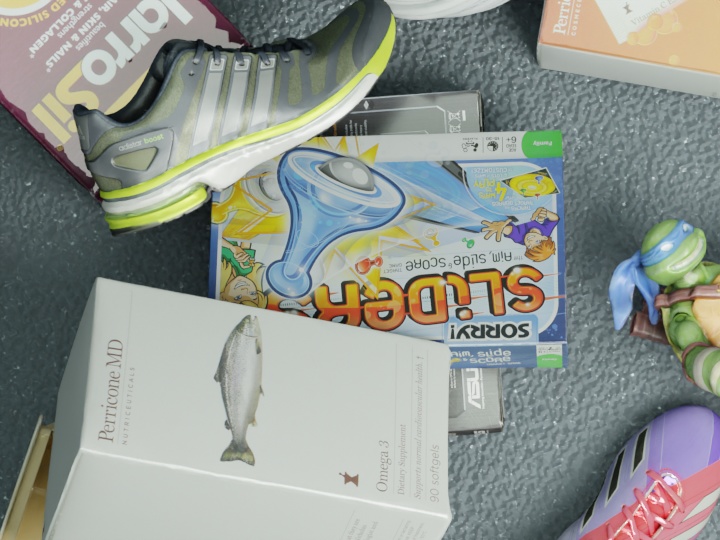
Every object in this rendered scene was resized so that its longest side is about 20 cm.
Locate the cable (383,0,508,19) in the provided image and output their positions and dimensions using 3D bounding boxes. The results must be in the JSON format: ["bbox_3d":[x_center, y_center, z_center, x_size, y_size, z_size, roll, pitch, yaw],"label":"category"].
[{"bbox_3d":[0.049,-0.238,1.538,0.200,0.069,0.200,-43,58,29],"label":"cable"}]

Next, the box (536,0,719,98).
[{"bbox_3d":[0.209,-0.166,1.558,0.199,0.097,0.125,10,88,5],"label":"box"}]

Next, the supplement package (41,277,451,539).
[{"bbox_3d":[-0.061,0.098,1.456,0.199,0.117,0.117,11,51,-12],"label":"supplement package"}]

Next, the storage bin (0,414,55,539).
[{"bbox_3d":[-0.115,0.202,1.521,0.199,0.094,0.199,19,66,-6],"label":"storage bin"}]

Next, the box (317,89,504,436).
[{"bbox_3d":[0.000,0.000,1.586,0.158,0.048,0.201,-5,85,4],"label":"box"}]

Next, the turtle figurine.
[{"bbox_3d":[0.250,0.044,1.498,0.200,0.144,0.194,-28,108,23],"label":"turtle figurine"}]

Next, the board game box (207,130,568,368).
[{"bbox_3d":[0.015,-0.010,1.521,0.199,0.034,0.136,-2,63,4],"label":"board game box"}]

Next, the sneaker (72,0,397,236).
[{"bbox_3d":[-0.068,-0.100,1.493,0.200,0.074,0.081,-34,108,-14],"label":"sneaker"}]

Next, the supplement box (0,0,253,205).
[{"bbox_3d":[-0.172,-0.149,1.580,0.200,0.103,0.131,45,89,4],"label":"supplement box"}]

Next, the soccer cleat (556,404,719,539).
[{"bbox_3d":[0.142,0.160,1.554,0.067,0.076,0.200,43,90,5],"label":"soccer cleat"}]
